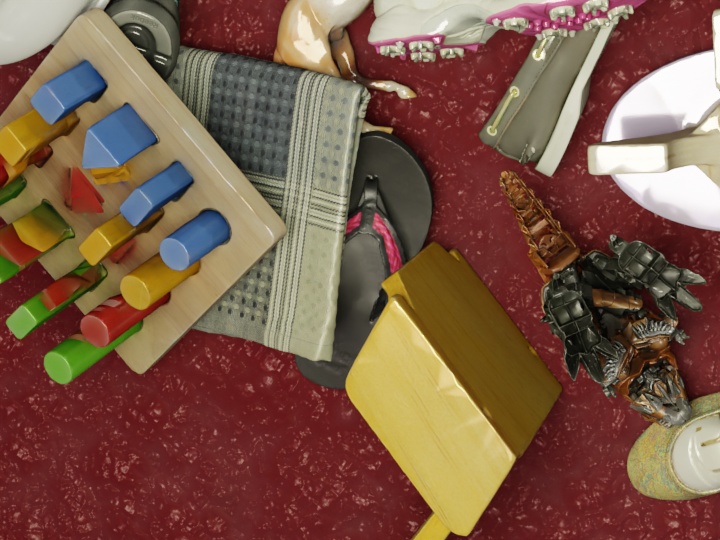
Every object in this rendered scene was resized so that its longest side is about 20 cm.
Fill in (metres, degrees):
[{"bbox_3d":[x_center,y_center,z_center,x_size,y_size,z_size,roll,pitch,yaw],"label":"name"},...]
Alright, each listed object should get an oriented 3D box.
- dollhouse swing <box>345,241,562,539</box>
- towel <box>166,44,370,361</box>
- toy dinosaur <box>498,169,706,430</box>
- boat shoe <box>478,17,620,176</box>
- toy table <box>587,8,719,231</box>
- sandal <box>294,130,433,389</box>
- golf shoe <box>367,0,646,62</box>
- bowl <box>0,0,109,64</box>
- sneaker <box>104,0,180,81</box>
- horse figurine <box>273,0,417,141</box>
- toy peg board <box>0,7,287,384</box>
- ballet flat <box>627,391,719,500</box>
[{"bbox_3d":[0.027,0.112,1.440,0.176,0.200,0.182,-38,90,18],"label":"dollhouse swing"},{"bbox_3d":[-0.078,-0.048,1.488,0.192,0.035,0.200,15,100,36],"label":"towel"},{"bbox_3d":[0.155,0.025,1.427,0.200,0.136,0.102,33,87,-6],"label":"toy dinosaur"},{"bbox_3d":[0.140,-0.164,1.427,0.060,0.072,0.202,22,109,4],"label":"boat shoe"},{"bbox_3d":[0.252,-0.083,1.392,0.200,0.117,0.184,-13,97,17],"label":"toy table"},{"bbox_3d":[0.000,0.000,1.491,0.075,0.045,0.200,17,113,5],"label":"sandal"},{"bbox_3d":[0.092,-0.192,1.379,0.200,0.075,0.092,-6,81,28],"label":"golf shoe"},{"bbox_3d":[-0.223,-0.217,1.469,0.090,0.201,0.201,31,110,-30],"label":"bowl"},{"bbox_3d":[-0.169,-0.129,1.506,0.075,0.079,0.200,24,133,-12],"label":"sneaker"},{"bbox_3d":[-0.001,-0.178,1.472,0.133,0.050,0.200,35,104,-1],"label":"horse figurine"},{"bbox_3d":[-0.188,-0.033,1.445,0.200,0.098,0.199,49,134,1],"label":"toy peg board"},{"bbox_3d":[0.272,0.113,1.450,0.200,0.071,0.071,-19,95,17],"label":"ballet flat"}]
